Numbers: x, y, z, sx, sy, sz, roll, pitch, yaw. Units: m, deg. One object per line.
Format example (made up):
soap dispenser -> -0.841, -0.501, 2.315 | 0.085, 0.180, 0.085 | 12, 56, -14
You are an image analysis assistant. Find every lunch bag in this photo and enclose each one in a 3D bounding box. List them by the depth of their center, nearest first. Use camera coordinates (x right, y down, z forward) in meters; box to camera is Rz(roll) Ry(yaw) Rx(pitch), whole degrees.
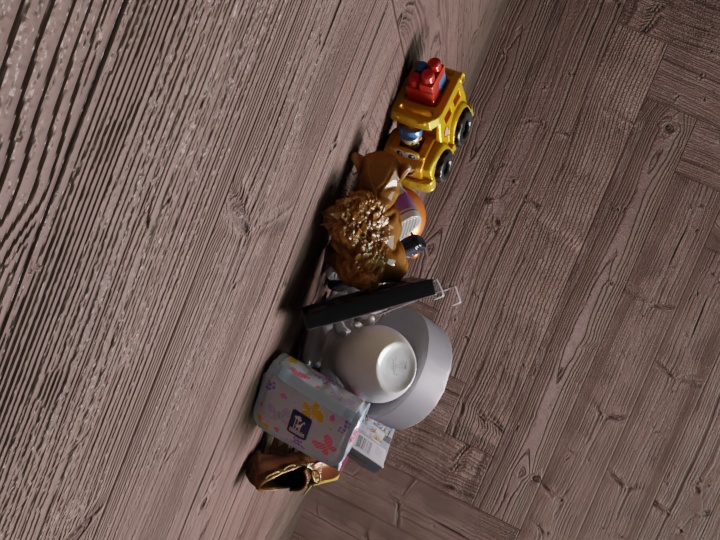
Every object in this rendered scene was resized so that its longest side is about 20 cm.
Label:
lunch bag -> -0.080, 0.227, 1.128 | 0.129, 0.167, 0.201 | -59, 173, -23

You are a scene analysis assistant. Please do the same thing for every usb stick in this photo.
usb stick -> 0.027, -0.012, 1.281 | 0.197, 0.033, 0.055 | -26, 158, 21

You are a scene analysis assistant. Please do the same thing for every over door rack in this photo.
over door rack -> 0.075, 0.038, 1.302 | 0.147, 0.195, 0.069 | 15, 68, -66

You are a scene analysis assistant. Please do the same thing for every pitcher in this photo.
pitcher -> 0.004, 0.126, 1.175 | 0.198, 0.119, 0.177 | 0, -82, 60

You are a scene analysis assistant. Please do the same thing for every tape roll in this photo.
tape roll -> 0.069, 0.172, 1.244 | 0.199, 0.065, 0.204 | -35, -141, 34

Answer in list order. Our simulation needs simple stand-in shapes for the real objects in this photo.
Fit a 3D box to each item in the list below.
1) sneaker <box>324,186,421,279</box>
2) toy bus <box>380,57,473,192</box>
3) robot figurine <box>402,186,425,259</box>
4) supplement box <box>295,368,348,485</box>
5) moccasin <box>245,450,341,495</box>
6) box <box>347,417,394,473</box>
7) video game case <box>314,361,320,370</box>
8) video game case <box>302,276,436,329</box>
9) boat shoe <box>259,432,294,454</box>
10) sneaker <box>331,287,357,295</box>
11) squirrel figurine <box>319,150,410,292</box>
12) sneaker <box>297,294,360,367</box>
sneaker -> 0.004, -0.076, 1.223 | 0.199, 0.116, 0.072 | -37, 157, 14
toy bus -> 0.111, -0.274, 1.250 | 0.203, 0.133, 0.193 | -62, 159, -18
robot figurine -> 0.063, -0.104, 1.350 | 0.200, 0.113, 0.148 | -143, -118, -84
supplement box -> -0.081, 0.315, 1.408 | 0.101, 0.131, 0.203 | -1, 127, -36
moccasin -> -0.113, 0.371, 1.281 | 0.199, 0.078, 0.074 | 17, 114, -43
box -> 0.002, 0.249, 1.321 | 0.041, 0.154, 0.203 | -42, -162, 48
video game case -> -0.070, 0.209, 1.437 | 0.140, 0.018, 0.203 | -9, 134, -33
video game case -> 0.006, 0.047, 1.084 | 0.181, 0.195, 0.026 | -169, -116, -84
boat shoe -> -0.122, 0.265, 1.323 | 0.076, 0.072, 0.204 | -31, 143, -78
sneaker -> 0.000, 0.000, 1.393 | 0.202, 0.080, 0.075 | 106, 10, -48
squirrel figurine -> 0.017, -0.079, 1.058 | 0.200, 0.138, 0.191 | -57, 162, -69
sneaker -> -0.052, 0.120, 1.301 | 0.201, 0.098, 0.076 | -56, 171, -53
